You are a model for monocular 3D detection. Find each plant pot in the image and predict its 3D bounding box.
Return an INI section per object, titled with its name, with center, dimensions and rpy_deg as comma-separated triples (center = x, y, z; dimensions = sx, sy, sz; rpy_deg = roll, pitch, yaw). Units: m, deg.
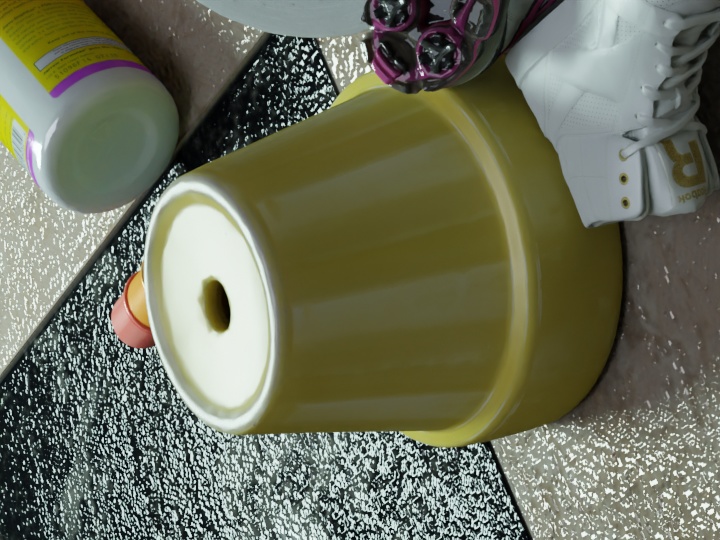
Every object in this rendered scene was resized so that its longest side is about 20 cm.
[plant pot]
center = 0.000, 0.000, 1.101
dimensions = 0.200, 0.188, 0.203
rpy_deg = 24, 120, 51

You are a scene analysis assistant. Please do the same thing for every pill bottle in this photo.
[pill bottle]
center = -0.210, -0.132, 1.441
dimensions = 0.200, 0.104, 0.105
rpy_deg = 46, 135, 38

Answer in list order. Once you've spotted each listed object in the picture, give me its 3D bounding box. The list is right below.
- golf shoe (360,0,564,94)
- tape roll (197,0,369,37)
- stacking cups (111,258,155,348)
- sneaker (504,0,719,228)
[golf shoe]
center = 0.084, -0.166, 1.024
dimensions = 0.200, 0.092, 0.073
rpy_deg = -43, 80, 27
[tape roll]
center = -0.033, -0.218, 1.090
dimensions = 0.198, 0.066, 0.202
rpy_deg = 12, 132, 13
[stacking cups]
center = -0.113, -0.006, 1.379
dimensions = 0.200, 0.060, 0.061
rpy_deg = -39, 68, 54
[sneaker]
center = 0.143, -0.087, 0.975
dimensions = 0.116, 0.073, 0.200
rpy_deg = 68, 155, 12
